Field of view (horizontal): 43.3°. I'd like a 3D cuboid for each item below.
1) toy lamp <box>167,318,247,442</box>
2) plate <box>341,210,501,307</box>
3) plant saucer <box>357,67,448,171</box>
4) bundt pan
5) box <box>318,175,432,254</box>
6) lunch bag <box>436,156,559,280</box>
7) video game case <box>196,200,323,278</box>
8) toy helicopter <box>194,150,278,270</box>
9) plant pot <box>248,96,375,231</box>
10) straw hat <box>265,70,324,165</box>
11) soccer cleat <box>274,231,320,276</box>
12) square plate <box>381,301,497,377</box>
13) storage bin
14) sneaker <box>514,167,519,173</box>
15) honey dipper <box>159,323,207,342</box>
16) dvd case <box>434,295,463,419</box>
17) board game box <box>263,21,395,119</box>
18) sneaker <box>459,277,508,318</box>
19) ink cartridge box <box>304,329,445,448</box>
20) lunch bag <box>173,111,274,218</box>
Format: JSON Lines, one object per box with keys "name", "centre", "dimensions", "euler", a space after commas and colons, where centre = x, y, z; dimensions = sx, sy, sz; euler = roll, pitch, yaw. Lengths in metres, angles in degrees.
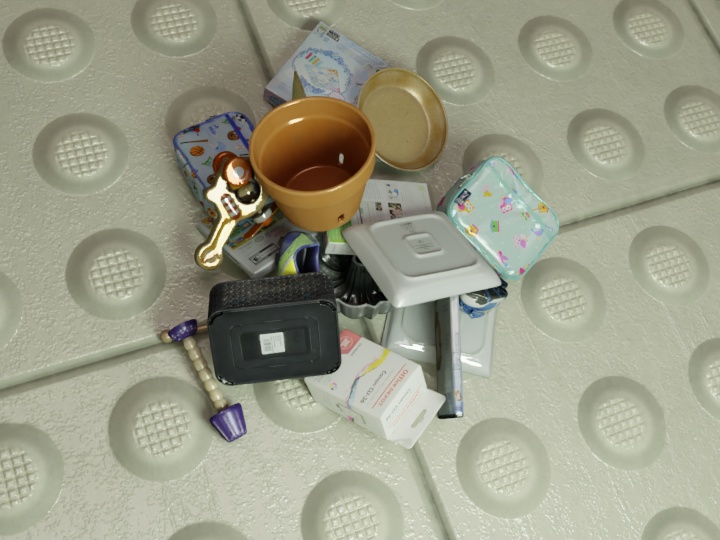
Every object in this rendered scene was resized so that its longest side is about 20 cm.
{"name": "toy lamp", "centre": [-0.240, 0.177, 1.448], "dimensions": [0.058, 0.058, 0.201], "euler": [-24, 81, -20]}
{"name": "plate", "centre": [0.097, -0.031, 1.444], "dimensions": [0.198, 0.033, 0.200], "euler": [-11, 43, -24]}
{"name": "plant saucer", "centre": [0.074, -0.281, 1.713], "dimensions": [0.198, 0.035, 0.203], "euler": [6, 77, -27]}
{"name": "bundt pan", "centre": [0.000, 0.000, 1.560], "dimensions": [0.199, 0.076, 0.204], "euler": [1, 55, -2]}
{"name": "box", "centre": [0.029, -0.091, 1.542], "dimensions": [0.198, 0.036, 0.146], "euler": [3, 54, -17]}
{"name": "lunch bag", "centre": [0.242, -0.096, 1.593], "dimensions": [0.200, 0.077, 0.161], "euler": [45, 81, -11]}
{"name": "video game case", "centre": [-0.155, -0.084, 1.572], "dimensions": [0.199, 0.023, 0.182], "euler": [-35, 51, -22]}
{"name": "toy helicopter", "centre": [-0.206, -0.089, 1.495], "dimensions": [0.132, 0.079, 0.201], "euler": [27, 92, -30]}
{"name": "plant pot", "centre": [-0.071, -0.158, 1.455], "dimensions": [0.198, 0.141, 0.202], "euler": [-2, 57, 3]}
{"name": "straw hat", "centre": [-0.126, -0.240, 1.597], "dimensions": [0.084, 0.201, 0.203], "euler": [-17, 70, -5]}
{"name": "soccer cleat", "centre": [-0.104, 0.037, 1.477], "dimensions": [0.064, 0.083, 0.202], "euler": [-7, 108, -45]}
{"name": "square plate", "centre": [0.148, 0.072, 1.598], "dimensions": [0.198, 0.028, 0.200], "euler": [14, 65, -5]}
{"name": "storage bin", "centre": [-0.134, 0.091, 1.421], "dimensions": [0.198, 0.136, 0.094], "euler": [-6, 29, -5]}
{"name": "sneaker", "centre": [0.257, -0.095, 1.670], "dimensions": [0.114, 0.076, 0.200], "euler": [43, 66, 7]}
{"name": "honey dipper", "centre": [-0.234, 0.089, 1.510], "dimensions": [0.198, 0.038, 0.038], "euler": [-11, 68, -14]}
{"name": "dvd case", "centre": [0.142, 0.139, 1.479], "dimensions": [0.017, 0.143, 0.202], "euler": [-1, 80, -6]}
{"name": "board game box", "centre": [-0.050, -0.353, 1.743], "dimensions": [0.199, 0.043, 0.200], "euler": [33, 63, 4]}
{"name": "sneaker", "centre": [0.198, 0.047, 1.504], "dimensions": [0.075, 0.200, 0.077], "euler": [36, 103, 14]}
{"name": "ink cartridge box", "centre": [0.024, 0.188, 1.452], "dimensions": [0.199, 0.068, 0.117], "euler": [23, 59, 32]}
{"name": "lunch bag", "centre": [-0.231, -0.192, 1.600], "dimensions": [0.159, 0.076, 0.201], "euler": [-24, 59, -18]}
